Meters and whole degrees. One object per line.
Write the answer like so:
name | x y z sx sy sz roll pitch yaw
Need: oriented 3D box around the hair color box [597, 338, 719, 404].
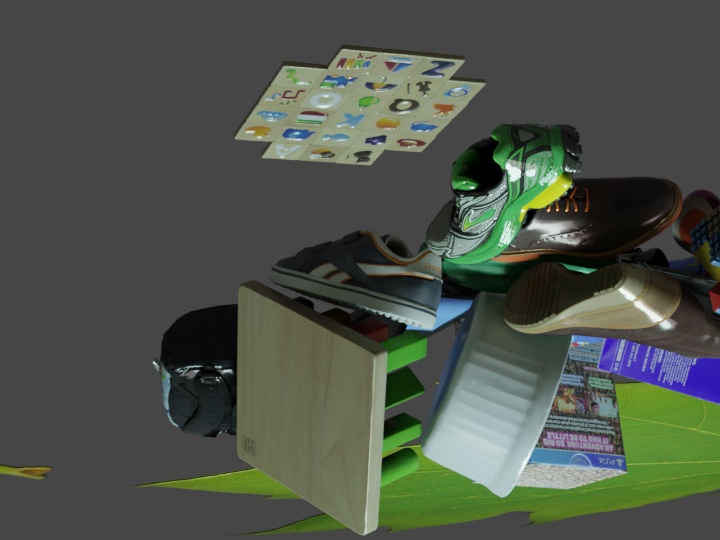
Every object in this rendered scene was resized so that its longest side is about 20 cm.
hair color box | 0.346 0.084 1.536 0.199 0.065 0.109 15 -161 13

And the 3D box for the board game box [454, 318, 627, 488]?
board game box | 0.204 0.139 1.750 0.159 0.201 0.097 11 156 -38

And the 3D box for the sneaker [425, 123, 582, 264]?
sneaker | 0.105 -0.072 1.316 0.085 0.078 0.200 10 148 -22

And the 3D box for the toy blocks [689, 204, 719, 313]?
toy blocks | 0.365 -0.014 1.394 0.136 0.201 0.100 15 147 -17

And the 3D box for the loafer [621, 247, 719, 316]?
loafer | 0.306 0.007 1.529 0.200 0.063 0.072 26 -164 32

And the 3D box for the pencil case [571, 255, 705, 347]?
pencil case | 0.290 0.035 1.657 0.199 0.078 0.087 -11 153 17

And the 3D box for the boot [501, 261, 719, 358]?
boot | 0.245 0.051 1.432 0.166 0.073 0.200 27 159 -27

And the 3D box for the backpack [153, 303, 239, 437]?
backpack | -0.149 0.113 1.700 0.162 0.154 0.200 -4 140 -11

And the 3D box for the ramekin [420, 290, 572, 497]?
ramekin | 0.134 0.117 1.543 0.097 0.201 0.201 21 160 1

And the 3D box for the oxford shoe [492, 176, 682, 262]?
oxford shoe | 0.190 -0.051 1.390 0.199 0.071 0.073 -12 155 21

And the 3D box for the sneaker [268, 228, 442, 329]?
sneaker | 0.000 0.000 1.493 0.199 0.080 0.078 12 174 37

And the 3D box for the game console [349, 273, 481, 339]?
game console | 0.048 0.083 1.671 0.175 0.117 0.200 5 159 -28

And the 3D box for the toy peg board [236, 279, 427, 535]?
toy peg board | -0.025 0.124 1.535 0.098 0.201 0.199 -18 -149 -40

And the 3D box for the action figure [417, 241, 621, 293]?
action figure | 0.153 -0.012 1.498 0.199 0.055 0.118 2 150 14

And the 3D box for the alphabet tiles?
alphabet tiles | -0.003 -0.127 1.208 0.166 0.006 0.200 2 160 -21

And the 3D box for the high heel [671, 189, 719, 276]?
high heel | 0.364 -0.043 1.528 0.067 0.096 0.200 30 161 27
